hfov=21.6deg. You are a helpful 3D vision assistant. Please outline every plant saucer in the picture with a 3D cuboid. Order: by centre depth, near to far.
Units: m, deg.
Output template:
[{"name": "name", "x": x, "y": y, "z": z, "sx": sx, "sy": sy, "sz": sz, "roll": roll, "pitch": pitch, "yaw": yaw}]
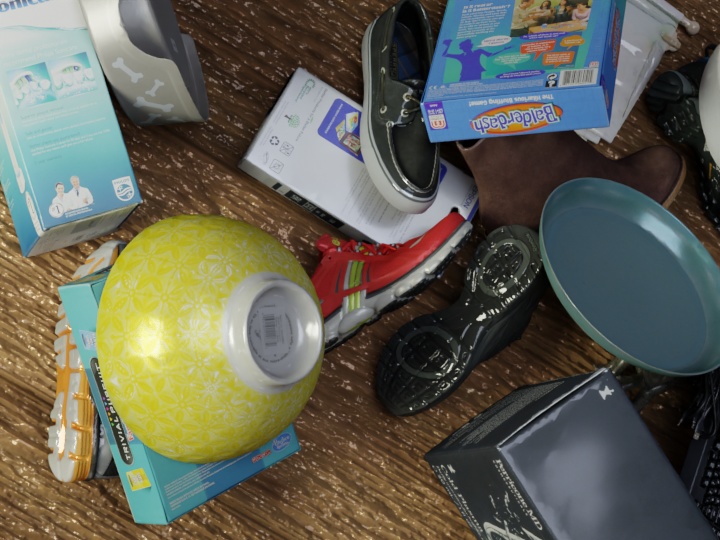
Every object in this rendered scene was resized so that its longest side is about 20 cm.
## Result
[{"name": "plant saucer", "x": 0.227, "y": 0.009, "z": 1.572, "sx": 0.200, "sy": 0.027, "sz": 0.200, "roll": 21, "pitch": 44, "yaw": -21}]

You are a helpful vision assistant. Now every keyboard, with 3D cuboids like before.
[{"name": "keyboard", "x": 0.320, "y": 0.129, "z": 1.607, "sx": 0.104, "sy": 0.040, "sz": 0.200, "roll": 32, "pitch": 69, "yaw": -33}]

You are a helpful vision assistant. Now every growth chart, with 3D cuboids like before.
[{"name": "growth chart", "x": 0.206, "y": -0.196, "z": 1.718, "sx": 0.145, "sy": 0.018, "sz": 0.200, "roll": 39, "pitch": 74, "yaw": -7}]

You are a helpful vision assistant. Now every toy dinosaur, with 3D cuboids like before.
[{"name": "toy dinosaur", "x": 0.259, "y": 0.075, "z": 1.636, "sx": 0.102, "sy": 0.200, "sz": 0.077, "roll": -39, "pitch": 66, "yaw": 4}]

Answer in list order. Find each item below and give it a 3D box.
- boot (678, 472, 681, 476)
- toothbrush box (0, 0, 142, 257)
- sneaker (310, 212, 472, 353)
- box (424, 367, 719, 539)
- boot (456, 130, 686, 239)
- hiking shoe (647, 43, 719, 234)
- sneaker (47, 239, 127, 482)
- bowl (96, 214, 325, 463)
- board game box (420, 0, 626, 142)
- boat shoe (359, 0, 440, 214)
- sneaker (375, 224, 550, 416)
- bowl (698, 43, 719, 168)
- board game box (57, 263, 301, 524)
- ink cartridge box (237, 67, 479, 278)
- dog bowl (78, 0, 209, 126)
[{"name": "boot", "x": 0.346, "y": 0.144, "z": 1.695, "sx": 0.200, "sy": 0.075, "sz": 0.097, "roll": -20, "pitch": 66, "yaw": -14}, {"name": "toothbrush box", "x": -0.252, "y": -0.125, "z": 1.506, "sx": 0.085, "sy": 0.146, "sz": 0.200, "roll": -18, "pitch": 86, "yaw": -18}, {"name": "sneaker", "x": 0.000, "y": 0.000, "z": 1.579, "sx": 0.200, "sy": 0.077, "sz": 0.085, "roll": -32, "pitch": 84, "yaw": 1}, {"name": "box", "x": 0.177, "y": 0.199, "z": 1.557, "sx": 0.124, "sy": 0.197, "sz": 0.200, "roll": -33, "pitch": 92, "yaw": -18}, {"name": "boot", "x": 0.187, "y": -0.095, "z": 1.632, "sx": 0.200, "sy": 0.072, "sz": 0.166, "roll": -32, "pitch": 129, "yaw": -12}, {"name": "hiking shoe", "x": 0.347, "y": -0.106, "z": 1.717, "sx": 0.087, "sy": 0.074, "sz": 0.200, "roll": -30, "pitch": 95, "yaw": -24}, {"name": "sneaker", "x": -0.204, "y": 0.075, "z": 1.534, "sx": 0.077, "sy": 0.078, "sz": 0.200, "roll": 10, "pitch": 83, "yaw": -28}, {"name": "bowl", "x": -0.092, "y": 0.050, "z": 1.456, "sx": 0.200, "sy": 0.108, "sz": 0.200, "roll": 6, "pitch": 81, "yaw": -42}, {"name": "board game box", "x": 0.142, "y": -0.189, "z": 1.593, "sx": 0.152, "sy": 0.045, "sz": 0.200, "roll": -3, "pitch": 40, "yaw": 17}, {"name": "boat shoe", "x": 0.038, "y": -0.144, "z": 1.605, "sx": 0.069, "sy": 0.057, "sz": 0.200, "roll": 8, "pitch": 58, "yaw": -25}, {"name": "sneaker", "x": 0.098, "y": 0.053, "z": 1.609, "sx": 0.200, "sy": 0.091, "sz": 0.076, "roll": -45, "pitch": 62, "yaw": 10}, {"name": "bowl", "x": 0.366, "y": -0.130, "z": 1.648, "sx": 0.201, "sy": 0.090, "sz": 0.201, "roll": 12, "pitch": 65, "yaw": -28}, {"name": "board game box", "x": -0.142, "y": 0.081, "z": 1.511, "sx": 0.151, "sy": 0.047, "sz": 0.200, "roll": -25, "pitch": 103, "yaw": -41}, {"name": "ink cartridge box", "x": 0.003, "y": -0.081, "z": 1.630, "sx": 0.200, "sy": 0.039, "sz": 0.100, "roll": 32, "pitch": 74, "yaw": -8}, {"name": "dog bowl", "x": -0.181, "y": -0.207, "z": 1.519, "sx": 0.059, "sy": 0.200, "sz": 0.200, "roll": -18, "pitch": 87, "yaw": 4}]
